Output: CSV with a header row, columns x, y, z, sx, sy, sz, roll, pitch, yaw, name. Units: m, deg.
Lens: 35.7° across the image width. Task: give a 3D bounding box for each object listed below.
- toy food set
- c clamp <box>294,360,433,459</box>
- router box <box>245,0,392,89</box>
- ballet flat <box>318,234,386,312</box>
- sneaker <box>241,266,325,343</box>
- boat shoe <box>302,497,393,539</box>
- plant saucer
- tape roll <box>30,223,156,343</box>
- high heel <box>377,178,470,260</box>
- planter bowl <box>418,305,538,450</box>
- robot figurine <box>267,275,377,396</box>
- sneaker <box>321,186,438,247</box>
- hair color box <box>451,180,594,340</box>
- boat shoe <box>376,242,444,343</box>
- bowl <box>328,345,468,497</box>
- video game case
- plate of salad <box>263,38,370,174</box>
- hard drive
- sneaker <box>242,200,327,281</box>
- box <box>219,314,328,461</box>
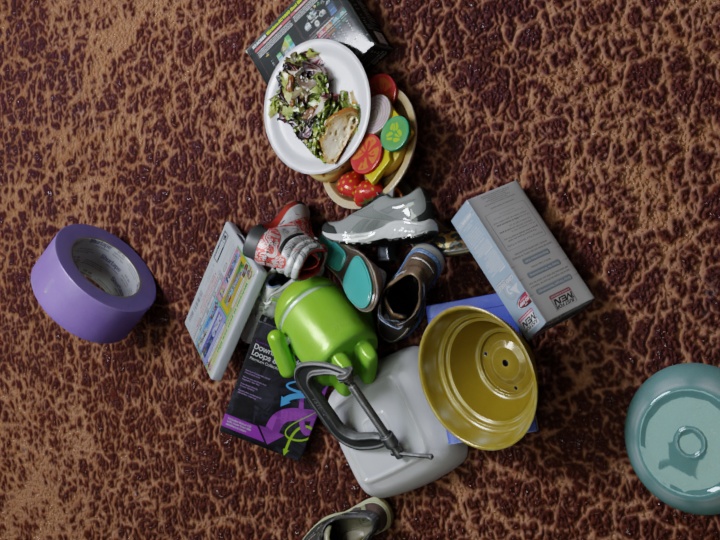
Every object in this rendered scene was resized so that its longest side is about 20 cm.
x,y,z,sx,sy,sz,roll,pitch,yaw,name
0.005,-0.192,1.676,0.199,0.048,0.201,-52,48,17,toy food set
-0.004,0.201,1.615,0.170,0.027,0.201,-15,119,47,c clamp
-0.066,-0.343,1.733,0.199,0.062,0.151,-38,74,27,router box
0.000,0.000,1.676,0.069,0.067,0.200,-62,36,20,ballet flat
-0.142,0.038,1.786,0.075,0.087,0.201,44,114,20,sneaker
-0.037,0.416,1.754,0.200,0.065,0.074,-40,74,28,boat shoe
0.438,0.224,1.470,0.198,0.036,0.203,2,94,32,plant saucer
-0.454,0.022,1.911,0.085,0.199,0.201,-47,70,25,tape roll
0.103,-0.091,1.641,0.198,0.071,0.145,-3,88,33,high heel
0.180,0.137,1.539,0.199,0.083,0.204,14,111,39,planter bowl
-0.052,0.090,1.678,0.200,0.174,0.116,49,154,31,robot figurine
0.028,-0.075,1.619,0.198,0.074,0.081,-7,84,38,sneaker
0.223,-0.016,1.544,0.201,0.098,0.061,58,148,16,hair color box
0.057,0.044,1.635,0.072,0.072,0.201,32,136,12,boat shoe
0.044,0.237,1.691,0.199,0.074,0.202,-31,78,30,bowl
-0.222,0.048,1.824,0.202,0.022,0.182,-65,32,17,video game case
-0.072,-0.246,1.673,0.198,0.048,0.203,1,91,34,plate of salad
0.174,0.140,1.614,0.130,0.025,0.203,-10,87,14,hard drive
-0.092,-0.041,1.702,0.107,0.201,0.068,27,113,11,sneaker
-0.127,0.188,1.778,0.141,0.036,0.202,20,104,-2,box
